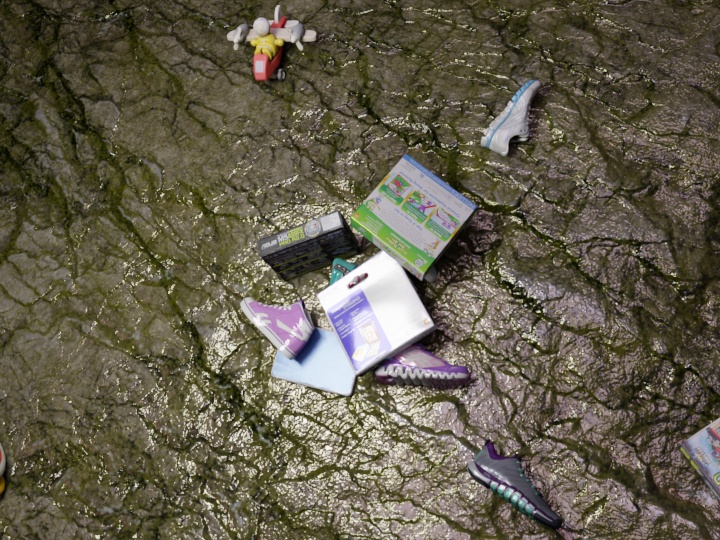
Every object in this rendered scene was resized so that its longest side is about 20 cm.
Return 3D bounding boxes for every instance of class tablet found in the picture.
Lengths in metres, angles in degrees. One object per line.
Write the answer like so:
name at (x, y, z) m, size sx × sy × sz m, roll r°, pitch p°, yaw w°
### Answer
tablet at (-0.095, 0.194, 1.472) m, size 0.196 × 0.014 × 0.133 m, roll 10°, pitch 73°, yaw 19°

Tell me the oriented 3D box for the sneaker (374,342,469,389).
sneaker at (0.130, 0.192, 1.381) m, size 0.196 × 0.081 × 0.090 m, roll 3°, pitch 63°, yaw 17°

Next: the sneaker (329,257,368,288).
sneaker at (0.000, 0.000, 1.476) m, size 0.120 × 0.083 × 0.201 m, roll 40°, pitch 95°, yaw 18°

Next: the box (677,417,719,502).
box at (0.682, 0.372, 1.187) m, size 0.109 × 0.035 × 0.202 m, roll -33°, pitch 65°, yaw 1°

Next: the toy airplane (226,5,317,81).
toy airplane at (-0.235, -0.617, 1.741) m, size 0.198 × 0.141 × 0.201 m, roll -35°, pitch 65°, yaw 0°

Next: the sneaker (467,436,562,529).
sneaker at (0.303, 0.401, 1.258) m, size 0.198 × 0.075 × 0.088 m, roll 31°, pitch 75°, yaw 23°

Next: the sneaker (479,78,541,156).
sneaker at (0.365, -0.346, 1.528) m, size 0.086 × 0.075 × 0.201 m, roll 37°, pitch 88°, yaw 13°

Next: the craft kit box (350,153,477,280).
craft kit box at (0.112, -0.115, 1.401) m, size 0.199 × 0.049 × 0.198 m, roll 38°, pitch 69°, yaw 13°

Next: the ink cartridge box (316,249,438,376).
ink cartridge box at (0.032, 0.085, 1.391) m, size 0.196 × 0.043 × 0.202 m, roll -32°, pitch 68°, yaw 8°

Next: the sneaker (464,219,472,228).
sneaker at (0.155, -0.150, 1.495) m, size 0.195 × 0.082 × 0.076 m, roll 7°, pitch 71°, yaw 16°

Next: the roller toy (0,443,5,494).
roller toy at (-0.911, 0.432, 1.507) m, size 0.139 × 0.183 × 0.201 m, roll -36°, pitch 65°, yaw -2°

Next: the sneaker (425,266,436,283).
sneaker at (0.129, -0.074, 1.451) m, size 0.081 × 0.074 × 0.203 m, roll -29°, pitch 92°, yaw 9°

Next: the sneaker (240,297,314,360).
sneaker at (-0.179, 0.099, 1.491) m, size 0.200 × 0.073 × 0.115 m, roll 38°, pitch 87°, yaw 29°

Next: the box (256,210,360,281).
box at (-0.113, -0.052, 1.488) m, size 0.196 × 0.160 × 0.045 m, roll -20°, pitch 67°, yaw 7°
